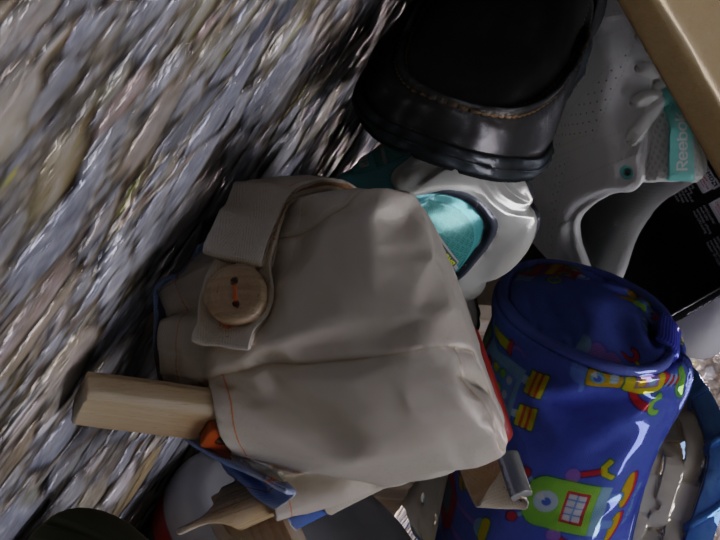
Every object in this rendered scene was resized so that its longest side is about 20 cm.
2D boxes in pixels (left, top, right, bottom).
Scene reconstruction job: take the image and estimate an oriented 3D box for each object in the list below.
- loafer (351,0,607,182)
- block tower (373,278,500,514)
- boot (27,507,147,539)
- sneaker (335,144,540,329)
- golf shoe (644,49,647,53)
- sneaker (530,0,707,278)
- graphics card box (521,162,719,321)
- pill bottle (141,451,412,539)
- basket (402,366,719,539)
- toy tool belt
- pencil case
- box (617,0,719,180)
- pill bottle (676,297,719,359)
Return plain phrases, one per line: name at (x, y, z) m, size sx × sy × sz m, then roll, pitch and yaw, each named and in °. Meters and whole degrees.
loafer at (0.046, -0.085, 0.924) m, size 0.200 × 0.073 × 0.072 m, roll -64°, pitch 175°, yaw -68°
block tower at (0.007, 0.051, 1.182) m, size 0.200 × 0.054 × 0.058 m, roll 115°, pitch -24°, yaw -48°
boot at (-0.129, 0.186, 0.923) m, size 0.175 × 0.066 × 0.200 m, roll -52°, pitch 172°, yaw -30°
sneaker at (0.000, 0.000, 1.017) m, size 0.080 × 0.078 × 0.200 m, roll -24°, pitch 162°, yaw -21°
golf shoe at (0.133, -0.135, 0.944) m, size 0.092 × 0.073 × 0.200 m, roll -52°, pitch 139°, yaw -26°
sneaker at (0.112, -0.076, 1.039) m, size 0.075 × 0.089 × 0.200 m, roll -5°, pitch 134°, yaw -22°
graphics card box at (0.149, -0.055, 1.177) m, size 0.200 × 0.126 × 0.051 m, roll -29°, pitch 175°, yaw -18°
pill bottle at (-0.064, 0.179, 1.102) m, size 0.200 × 0.116 × 0.116 m, roll -61°, pitch 171°, yaw 26°
basket at (0.128, 0.107, 1.214) m, size 0.139 × 0.200 × 0.176 m, roll -66°, pitch -156°, yaw 14°
toy tool belt at (-0.020, 0.040, 0.886) m, size 0.123 × 0.125 × 0.200 m, roll -19°, pitch 165°, yaw 3°
pencil case at (0.076, 0.095, 1.069) m, size 0.078 × 0.087 × 0.200 m, roll -77°, pitch 178°, yaw -61°
box at (0.129, -0.131, 0.873) m, size 0.200 × 0.021 × 0.164 m, roll 55°, pitch 53°, yaw -37°
pill bottle at (0.147, -0.029, 1.261) m, size 0.112 × 0.200 × 0.112 m, roll -56°, pitch 173°, yaw -11°
